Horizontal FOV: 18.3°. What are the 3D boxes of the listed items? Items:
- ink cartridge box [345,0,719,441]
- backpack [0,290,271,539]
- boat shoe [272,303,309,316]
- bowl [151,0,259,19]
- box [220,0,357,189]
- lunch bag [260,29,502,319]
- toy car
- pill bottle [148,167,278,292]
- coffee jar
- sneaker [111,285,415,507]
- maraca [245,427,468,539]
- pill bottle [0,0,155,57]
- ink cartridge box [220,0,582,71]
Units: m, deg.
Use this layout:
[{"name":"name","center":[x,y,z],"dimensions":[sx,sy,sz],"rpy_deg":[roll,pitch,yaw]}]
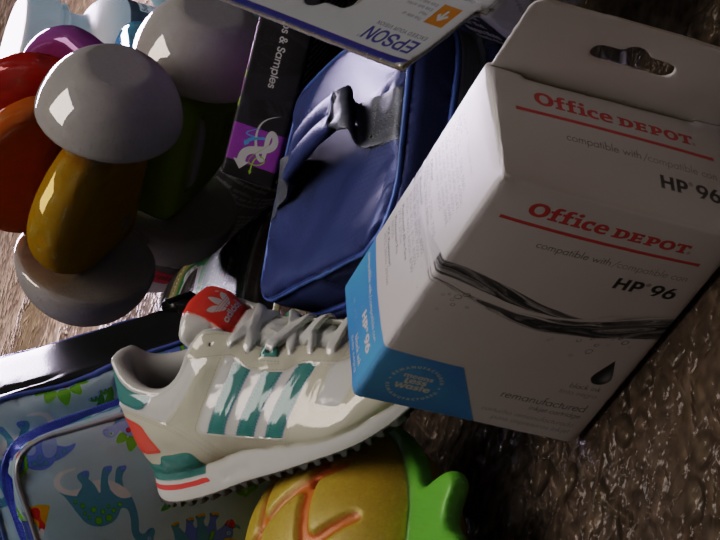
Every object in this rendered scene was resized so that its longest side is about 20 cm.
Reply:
[{"name":"ink cartridge box","center":[0.084,-0.016,0.967],"dimensions":[0.200,0.116,0.068],"rpy_deg":[122,153,-45]},{"name":"backpack","center":[-0.121,0.139,1.252],"dimensions":[0.147,0.183,0.201],"rpy_deg":[-139,33,-69]},{"name":"boat shoe","center":[-0.006,-0.002,1.276],"dimensions":[0.075,0.075,0.203],"rpy_deg":[128,150,-55]},{"name":"bowl","center":[-0.078,-0.231,1.386],"dimensions":[0.201,0.105,0.201],"rpy_deg":[-40,31,31]},{"name":"box","center":[-0.024,-0.161,1.242],"dimensions":[0.143,0.036,0.200],"rpy_deg":[-60,-11,-66]},{"name":"lunch bag","center":[0.029,-0.044,1.118],"dimensions":[0.200,0.132,0.136],"rpy_deg":[146,134,-64]},{"name":"toy car","center":[-0.154,-0.081,1.317],"dimensions":[0.200,0.150,0.175],"rpy_deg":[-38,-29,-46]},{"name":"pill bottle","center":[-0.098,-0.083,1.486],"dimensions":[0.200,0.111,0.111],"rpy_deg":[-39,36,28]},{"name":"coffee jar","center":[-0.067,0.029,1.415],"dimensions":[0.200,0.085,0.105],"rpy_deg":[153,132,-65]},{"name":"sneaker","center":[-0.044,0.047,1.105],"dimensions":[0.199,0.094,0.070],"rpy_deg":[-23,12,35]},{"name":"maraca","center":[0.005,0.144,1.098],"dimensions":[0.200,0.107,0.138],"rpy_deg":[-172,97,-70]},{"name":"pill bottle","center":[-0.155,-0.128,1.596],"dimensions":[0.120,0.199,0.120],"rpy_deg":[-167,90,-71]},{"name":"ink cartridge box","center":[0.043,-0.164,1.060],"dimensions":[0.200,0.041,0.199],"rpy_deg":[-42,36,-15]}]
